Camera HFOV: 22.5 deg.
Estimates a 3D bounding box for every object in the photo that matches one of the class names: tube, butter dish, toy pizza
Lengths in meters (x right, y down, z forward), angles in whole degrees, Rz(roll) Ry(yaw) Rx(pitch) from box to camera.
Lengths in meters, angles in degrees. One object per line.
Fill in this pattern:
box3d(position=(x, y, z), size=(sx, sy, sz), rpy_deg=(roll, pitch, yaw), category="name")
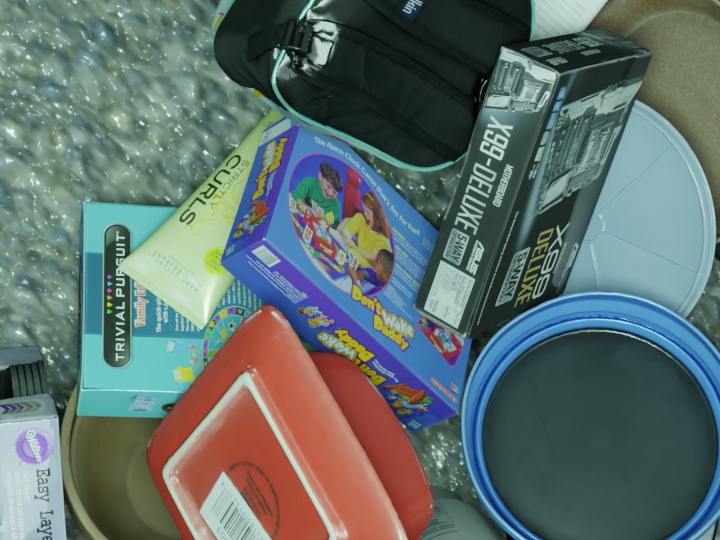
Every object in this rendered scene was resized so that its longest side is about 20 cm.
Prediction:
box3d(position=(-0.082, -0.054, 1.304), size=(0.200, 0.058, 0.052), rpy_deg=(-51, 127, -17), category="tube")
box3d(position=(-0.024, 0.143, 1.222), size=(0.147, 0.201, 0.200), rpy_deg=(-11, 152, -45), category="butter dish")
box3d(position=(0.176, -0.037, 1.353), size=(0.199, 0.032, 0.202), rpy_deg=(8, 105, 32), category="toy pizza")

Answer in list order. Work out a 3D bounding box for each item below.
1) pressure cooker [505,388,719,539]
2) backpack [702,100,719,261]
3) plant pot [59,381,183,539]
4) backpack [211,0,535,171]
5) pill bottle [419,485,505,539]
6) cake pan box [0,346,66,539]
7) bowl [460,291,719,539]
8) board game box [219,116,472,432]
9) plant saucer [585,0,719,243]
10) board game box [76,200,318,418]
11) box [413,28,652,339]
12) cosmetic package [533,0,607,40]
box3d(position=(0.220, 0.152, 1.383), size=(0.198, 0.176, 0.180), rpy_deg=(4, 83, -13), category="pressure cooker")
box3d(position=(0.330, -0.093, 1.359), size=(0.126, 0.166, 0.202), rpy_deg=(-10, 111, -46), category="backpack")
box3d(position=(-0.124, 0.145, 1.332), size=(0.199, 0.093, 0.202), rpy_deg=(5, 65, -10), category="plant pot")
box3d(position=(0.013, -0.167, 1.208), size=(0.199, 0.153, 0.177), rpy_deg=(25, 95, -37), category="backpack")
box3d(position=(0.066, 0.238, 1.355), size=(0.112, 0.200, 0.114), rpy_deg=(-2, 103, -10), category="pill bottle")
box3d(position=(-0.239, 0.165, 1.286), size=(0.052, 0.184, 0.202), rpy_deg=(-6, 103, -15), category="cake pan box")
box3d(position=(0.169, 0.115, 1.270), size=(0.199, 0.039, 0.202), rpy_deg=(-1, 68, 2), category="bowl")
box3d(position=(0.000, 0.000, 1.267), size=(0.045, 0.135, 0.200), rpy_deg=(-27, 123, 36), category="board game box")
box3d(position=(0.231, -0.115, 1.337), size=(0.037, 0.200, 0.202), rpy_deg=(-17, 109, -44), category="plant saucer")
box3d(position=(-0.104, 0.031, 1.311), size=(0.198, 0.047, 0.152), rpy_deg=(3, 61, -12), category="board game box")
box3d(position=(0.122, -0.064, 1.268), size=(0.050, 0.157, 0.201), rpy_deg=(29, 114, 24), category="box")
box3d(position=(0.105, -0.192, 1.334), size=(0.101, 0.071, 0.200), rpy_deg=(38, 93, -15), category="cosmetic package")
